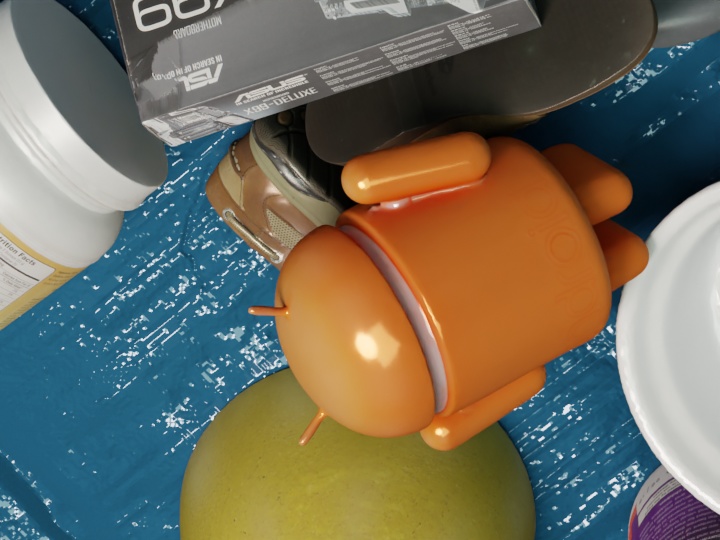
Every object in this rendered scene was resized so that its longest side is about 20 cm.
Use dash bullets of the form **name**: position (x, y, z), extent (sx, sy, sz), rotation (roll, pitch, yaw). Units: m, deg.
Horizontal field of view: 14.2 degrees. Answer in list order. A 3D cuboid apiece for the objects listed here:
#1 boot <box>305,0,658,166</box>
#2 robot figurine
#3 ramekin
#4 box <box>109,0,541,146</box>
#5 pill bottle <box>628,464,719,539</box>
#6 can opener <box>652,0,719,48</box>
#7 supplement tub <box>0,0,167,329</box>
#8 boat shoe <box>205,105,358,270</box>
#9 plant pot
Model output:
- **boot**: position (0.072, -0.099, 1.454), extent (0.200, 0.075, 0.074), rotation (-19, 70, 33)
- **robot figurine**: position (0.042, 0.007, 1.428), extent (0.200, 0.144, 0.117), rotation (-28, 69, -16)
- **ramekin**: position (0.241, 0.031, 1.476), extent (0.200, 0.098, 0.201), rotation (10, 112, 25)
- **box**: position (-0.027, -0.167, 1.421), extent (0.200, 0.050, 0.158), rotation (-17, 73, 11)
- **pill bottle**: position (0.198, 0.180, 1.515), extent (0.111, 0.200, 0.112), rotation (1, 113, 3)
- **can opener**: position (0.088, -0.149, 1.451), extent (0.200, 0.067, 0.053), rotation (0, 147, 4)
- **supplement tub**: position (-0.213, -0.037, 1.481), extent (0.200, 0.145, 0.145), rotation (-36, 106, 16)
- **boat shoe**: position (0.000, 0.000, 1.527), extent (0.074, 0.076, 0.200), rotation (-37, 104, 28)
- **plant pot**: position (-0.006, 0.167, 1.555), extent (0.200, 0.142, 0.200), rotation (2, 114, 3)
